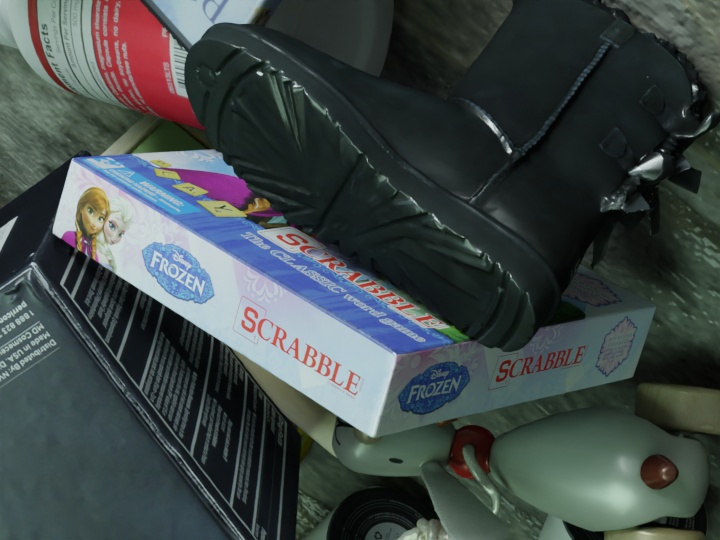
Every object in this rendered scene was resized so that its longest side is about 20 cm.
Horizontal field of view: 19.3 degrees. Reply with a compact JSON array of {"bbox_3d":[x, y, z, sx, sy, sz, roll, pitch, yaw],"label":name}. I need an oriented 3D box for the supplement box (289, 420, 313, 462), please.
[{"bbox_3d":[-0.129,0.062,1.235,0.200,0.109,0.110,36,143,9],"label":"supplement box"}]

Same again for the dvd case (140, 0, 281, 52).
[{"bbox_3d":[-0.053,-0.202,0.892,0.143,0.018,0.200,47,121,17],"label":"dvd case"}]

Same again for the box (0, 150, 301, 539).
[{"bbox_3d":[-0.132,0.076,1.032,0.123,0.200,0.199,-34,104,10],"label":"box"}]

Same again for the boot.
[{"bbox_3d":[0.045,-0.070,0.902,0.198,0.163,0.073,37,144,8],"label":"boot"}]

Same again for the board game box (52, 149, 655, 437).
[{"bbox_3d":[0.000,0.000,0.964,0.200,0.199,0.041,30,113,32],"label":"board game box"}]

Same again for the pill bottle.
[{"bbox_3d":[-0.093,-0.130,1.011,0.199,0.112,0.113,17,137,30],"label":"pill bottle"}]

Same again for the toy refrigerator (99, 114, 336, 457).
[{"bbox_3d":[-0.056,0.002,1.138,0.200,0.076,0.070,40,143,5],"label":"toy refrigerator"}]

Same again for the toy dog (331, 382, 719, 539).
[{"bbox_3d":[0.085,0.093,1.015,0.096,0.199,0.132,46,-148,-77],"label":"toy dog"}]

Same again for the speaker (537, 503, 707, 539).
[{"bbox_3d":[0.123,0.183,1.150,0.081,0.081,0.200,32,141,14],"label":"speaker"}]

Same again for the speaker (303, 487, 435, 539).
[{"bbox_3d":[-0.021,0.205,1.292,0.081,0.081,0.200,42,143,1],"label":"speaker"}]
